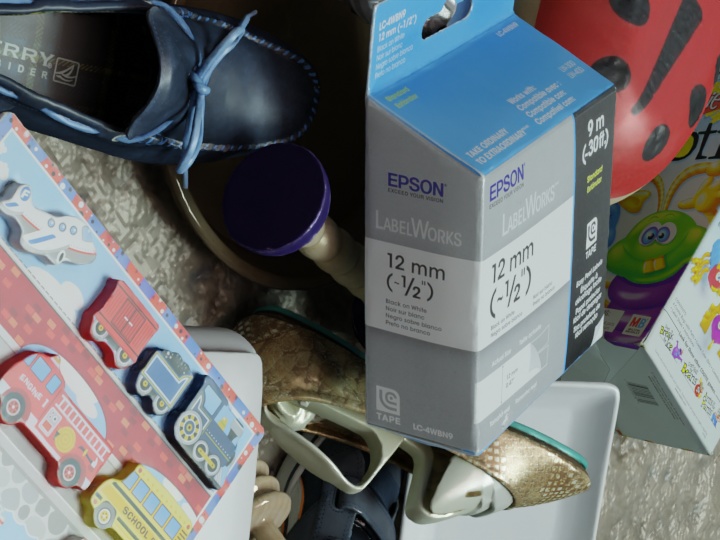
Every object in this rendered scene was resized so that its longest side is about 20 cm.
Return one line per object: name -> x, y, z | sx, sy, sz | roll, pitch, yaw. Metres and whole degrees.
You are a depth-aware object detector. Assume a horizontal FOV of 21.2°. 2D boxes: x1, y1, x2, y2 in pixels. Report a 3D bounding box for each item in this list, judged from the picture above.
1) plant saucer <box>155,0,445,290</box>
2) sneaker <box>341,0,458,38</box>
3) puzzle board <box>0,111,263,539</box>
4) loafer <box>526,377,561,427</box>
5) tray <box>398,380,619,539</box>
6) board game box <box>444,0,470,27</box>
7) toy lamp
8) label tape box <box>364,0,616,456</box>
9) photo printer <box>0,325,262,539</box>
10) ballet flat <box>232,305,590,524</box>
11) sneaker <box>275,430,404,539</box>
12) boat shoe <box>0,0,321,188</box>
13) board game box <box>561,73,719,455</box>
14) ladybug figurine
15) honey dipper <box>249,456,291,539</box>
plant saucer -> -0.030, -0.092, 0.943 | 0.199, 0.029, 0.203 | -11, 105, -45
sneaker -> 0.024, -0.212, 0.895 | 0.074, 0.082, 0.202 | 18, 93, -33
puzzle board -> -0.127, 0.060, 0.776 | 0.151, 0.017, 0.201 | -56, 129, -28
loafer -> 0.074, 0.048, 1.052 | 0.076, 0.067, 0.202 | -47, 148, -63
tray -> 0.073, 0.143, 1.034 | 0.106, 0.022, 0.202 | 4, 115, -5
board game box -> 0.097, -0.148, 1.063 | 0.199, 0.039, 0.160 | -26, 107, -44
toy lamp -> 0.000, 0.000, 0.917 | 0.200, 0.058, 0.059 | 44, 64, -59
label tape box -> 0.062, -0.038, 0.888 | 0.143, 0.066, 0.202 | -34, 133, -52
photo printer -> -0.136, 0.104, 0.834 | 0.199, 0.069, 0.168 | 5, 92, -47
ballet flat -> 0.019, 0.087, 0.950 | 0.198, 0.071, 0.066 | 24, 65, -9
sneaker -> -0.015, 0.154, 0.966 | 0.079, 0.079, 0.201 | 51, 59, -38
boat shoe -> -0.099, -0.076, 0.818 | 0.198, 0.068, 0.085 | -1, 98, -33
board game box -> 0.190, -0.010, 1.136 | 0.201, 0.102, 0.105 | -56, 132, -24
ladybug figurine -> 0.140, -0.117, 1.013 | 0.136, 0.071, 0.201 | 49, 50, -28
honey dipper -> -0.018, 0.158, 0.889 | 0.038, 0.200, 0.038 | -28, 151, -18
